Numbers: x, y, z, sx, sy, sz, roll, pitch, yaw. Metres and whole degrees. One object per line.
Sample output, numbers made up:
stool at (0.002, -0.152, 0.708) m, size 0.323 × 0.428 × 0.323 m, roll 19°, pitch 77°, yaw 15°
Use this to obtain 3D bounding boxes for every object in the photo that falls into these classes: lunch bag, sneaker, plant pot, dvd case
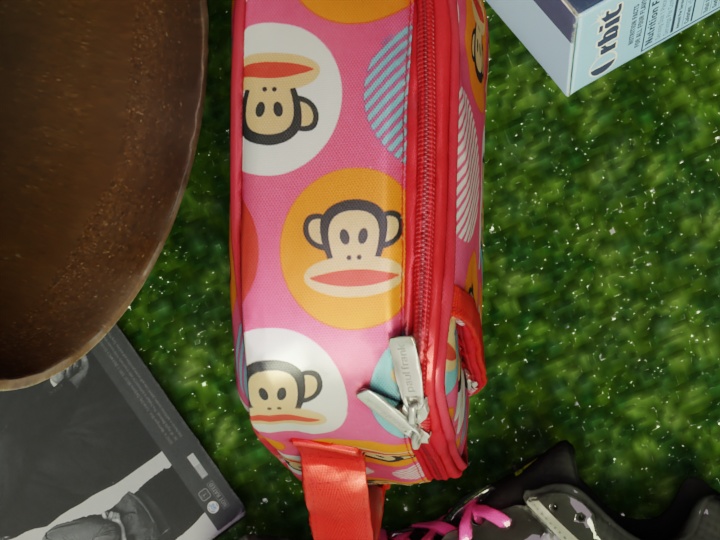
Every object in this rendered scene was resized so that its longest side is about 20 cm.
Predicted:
lunch bag at (0.000, 0.000, 0.696) m, size 0.081 × 0.200 × 0.178 m, roll 1°, pitch 81°, yaw 5°
sneaker at (0.048, 0.101, 0.774) m, size 0.198 × 0.074 × 0.088 m, roll 7°, pitch 95°, yaw -1°
plant pot at (-0.184, -0.074, 0.732) m, size 0.198 × 0.187 × 0.189 m, roll 13°, pitch 95°, yaw 26°
dvd case at (-0.161, 0.085, 0.772) m, size 0.199 × 0.025 × 0.151 m, roll -36°, pitch 91°, yaw -19°

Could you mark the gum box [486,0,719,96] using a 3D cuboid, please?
gum box at (0.099, -0.169, 0.697) m, size 0.199 × 0.045 × 0.170 m, roll -30°, pitch 63°, yaw -16°
